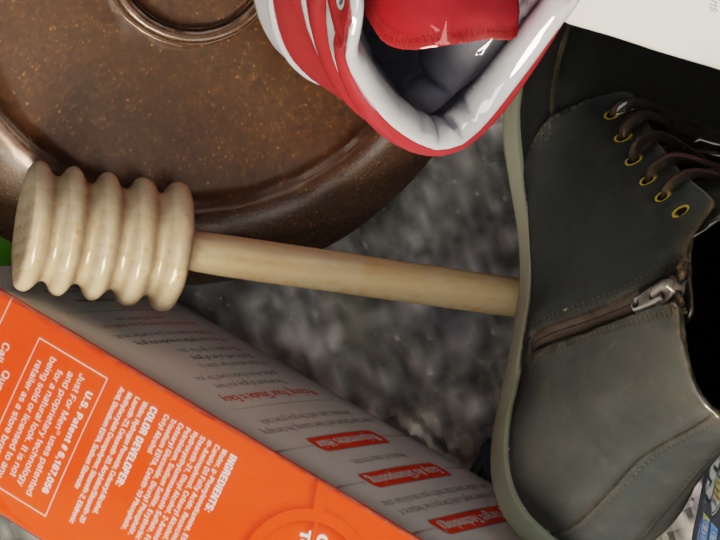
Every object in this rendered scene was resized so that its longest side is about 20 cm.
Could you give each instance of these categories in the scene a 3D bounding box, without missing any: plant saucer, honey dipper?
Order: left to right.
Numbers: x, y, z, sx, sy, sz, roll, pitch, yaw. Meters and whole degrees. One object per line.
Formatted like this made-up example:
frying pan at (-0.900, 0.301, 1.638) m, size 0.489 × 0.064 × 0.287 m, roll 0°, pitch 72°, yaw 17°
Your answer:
plant saucer at (-0.052, -0.093, 0.865) m, size 0.199 × 0.034 × 0.201 m, roll -1°, pitch 97°, yaw -12°
honey dipper at (0.000, 0.000, 0.853) m, size 0.199 × 0.038 × 0.038 m, roll 7°, pitch 101°, yaw -14°

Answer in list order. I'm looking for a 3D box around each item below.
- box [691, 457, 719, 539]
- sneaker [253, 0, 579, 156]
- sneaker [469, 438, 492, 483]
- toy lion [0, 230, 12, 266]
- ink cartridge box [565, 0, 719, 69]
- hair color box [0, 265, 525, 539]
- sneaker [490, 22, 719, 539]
box at (0.150, 0.039, 0.823) m, size 0.051 × 0.200 × 0.158 m, roll 9°, pitch 101°, yaw -10°
sneaker at (0.008, -0.127, 0.770) m, size 0.071 × 0.113 × 0.201 m, roll -14°, pitch 119°, yaw -15°
sneaker at (0.025, 0.108, 0.905) m, size 0.082 × 0.070 × 0.201 m, roll 14°, pitch 99°, yaw -4°
toy lion at (-0.155, -0.042, 0.891) m, size 0.191 × 0.069 × 0.201 m, roll -16°, pitch 100°, yaw -4°
ink cartridge box at (0.172, -0.109, 0.778) m, size 0.199 × 0.145 × 0.084 m, roll 20°, pitch 137°, yaw 23°
hair color box at (-0.027, 0.069, 0.848) m, size 0.200 × 0.101 × 0.061 m, roll 29°, pitch 100°, yaw 22°
sneaker at (0.093, -0.023, 0.820) m, size 0.075 × 0.106 × 0.201 m, roll 16°, pitch 60°, yaw -19°
